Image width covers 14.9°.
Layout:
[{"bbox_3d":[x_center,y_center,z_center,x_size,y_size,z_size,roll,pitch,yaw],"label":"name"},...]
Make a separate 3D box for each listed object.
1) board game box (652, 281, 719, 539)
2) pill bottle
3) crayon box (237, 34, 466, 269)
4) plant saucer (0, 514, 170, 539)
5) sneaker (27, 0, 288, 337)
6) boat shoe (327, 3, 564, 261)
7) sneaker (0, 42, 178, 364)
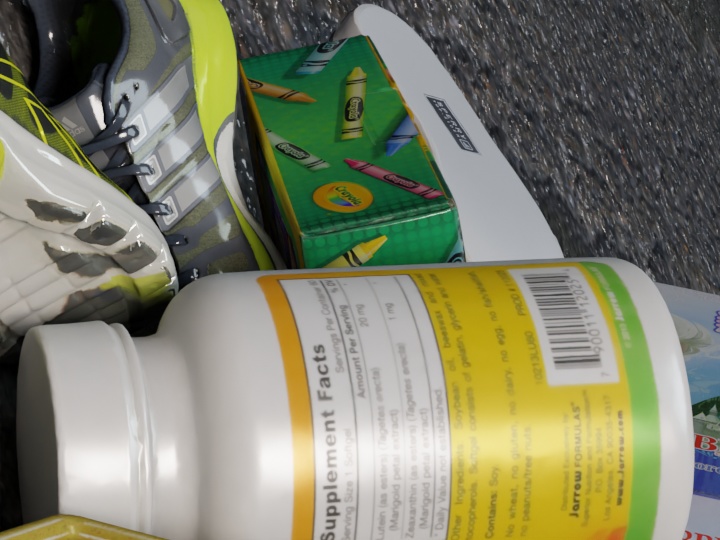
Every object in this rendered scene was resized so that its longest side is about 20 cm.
[{"bbox_3d":[0.090,0.053,1.155,0.200,0.199,0.041,-62,162,-65],"label":"board game box"},{"bbox_3d":[-0.005,0.055,0.874,0.111,0.199,0.112,178,-90,-74],"label":"pill bottle"},{"bbox_3d":[0.000,0.000,1.030,0.200,0.058,0.119,-112,-168,-66],"label":"crayon box"},{"bbox_3d":[-0.050,0.110,0.715,0.200,0.199,0.049,-7,108,-70],"label":"plant saucer"},{"bbox_3d":[-0.081,-0.027,0.969,0.081,0.074,0.201,25,42,-51],"label":"sneaker"},{"bbox_3d":[0.024,-0.027,1.181,0.072,0.068,0.200,14,37,-44],"label":"boat shoe"},{"bbox_3d":[-0.119,-0.041,0.855,0.200,0.074,0.085,49,22,-54],"label":"sneaker"}]
